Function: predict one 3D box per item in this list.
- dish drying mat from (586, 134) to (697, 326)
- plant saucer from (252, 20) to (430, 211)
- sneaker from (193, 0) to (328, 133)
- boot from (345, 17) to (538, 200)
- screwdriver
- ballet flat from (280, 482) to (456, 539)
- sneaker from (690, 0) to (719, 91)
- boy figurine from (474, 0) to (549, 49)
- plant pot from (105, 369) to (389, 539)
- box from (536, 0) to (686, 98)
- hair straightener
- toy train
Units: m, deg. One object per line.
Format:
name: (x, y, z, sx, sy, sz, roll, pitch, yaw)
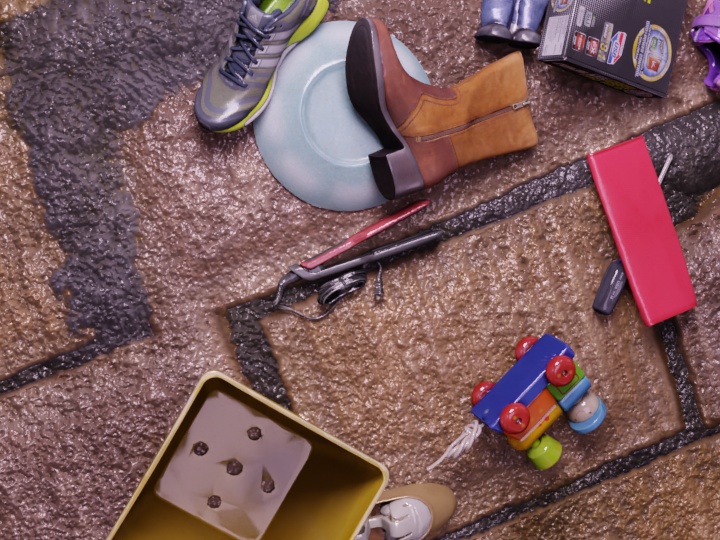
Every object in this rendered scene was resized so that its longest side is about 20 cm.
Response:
dish drying mat: (0.313, -0.044, 1.152, 0.076, 0.018, 0.201, -20, 91, -16)
plant saucer: (-0.012, -0.163, 1.088, 0.200, 0.039, 0.202, -1, 94, -12)
sneaker: (-0.107, -0.229, 1.036, 0.074, 0.081, 0.201, 29, 84, 13)
boot: (0.093, -0.188, 1.063, 0.199, 0.068, 0.189, -24, 105, -23)
screwdriver: (0.307, -0.043, 1.170, 0.029, 0.028, 0.201, 19, 83, 17)
ballet flat: (0.015, 0.278, 1.112, 0.199, 0.063, 0.069, -12, 97, -10)
sneaker: (0.408, -0.285, 1.145, 0.088, 0.080, 0.201, -10, 97, -2)
boy figurine: (0.179, -0.339, 1.102, 0.124, 0.064, 0.201, 11, 95, -9)
plant pot: (-0.118, 0.216, 1.024, 0.199, 0.176, 0.201, 31, 88, -11)
box: (0.279, -0.301, 1.106, 0.160, 0.044, 0.201, 12, 92, -33)
hair straightener: (0.000, 0.000, 1.100, 0.199, 0.041, 0.077, -28, 98, -8)
toy train: (0.173, 0.177, 1.133, 0.200, 0.085, 0.116, -45, 114, -5)
